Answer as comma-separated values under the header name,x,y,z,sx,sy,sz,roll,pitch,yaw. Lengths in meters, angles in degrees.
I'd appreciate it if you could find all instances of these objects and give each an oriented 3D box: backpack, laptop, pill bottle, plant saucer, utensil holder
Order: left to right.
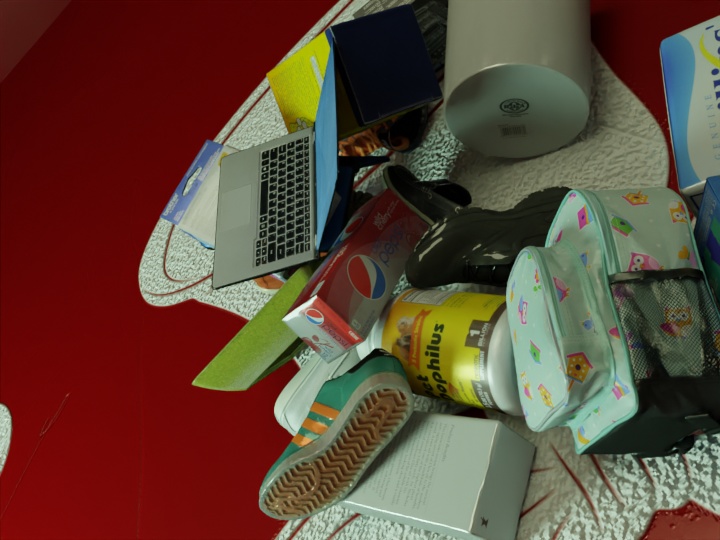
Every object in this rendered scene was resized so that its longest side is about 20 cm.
name,x,y,z,sx,sy,sz,roll,pitch,yaw
laptop,-0.091,-0.108,0.840,0.199,0.116,0.188,-15,53,18
plant saucer,-0.079,0.062,0.948,0.048,0.200,0.200,46,109,6
pill bottle,0.090,0.075,0.800,0.199,0.109,0.110,4,65,46
utensil holder,0.177,-0.254,0.910,0.169,0.170,0.201,-16,53,36
backpack,0.197,0.034,0.641,0.153,0.176,0.201,2,66,2

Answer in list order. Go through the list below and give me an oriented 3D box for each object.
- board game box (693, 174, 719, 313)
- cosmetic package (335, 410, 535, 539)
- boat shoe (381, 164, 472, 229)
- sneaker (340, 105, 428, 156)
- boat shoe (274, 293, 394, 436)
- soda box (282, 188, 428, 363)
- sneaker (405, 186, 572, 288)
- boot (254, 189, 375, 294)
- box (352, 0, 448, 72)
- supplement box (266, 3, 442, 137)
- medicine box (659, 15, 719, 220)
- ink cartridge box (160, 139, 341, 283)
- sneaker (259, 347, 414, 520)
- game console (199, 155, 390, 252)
name,x,y,z,sx,sy,sz,roll,pitch,yaw
board game box,0.296,0.050,0.584,0.045,0.152,0.201,-10,50,2
cosmetic package,0.057,0.193,0.776,0.199,0.071,0.102,-2,62,44
boat shoe,0.095,-0.076,0.930,0.062,0.074,0.200,-58,44,15
sneaker,0.008,-0.180,1.092,0.200,0.078,0.112,-44,39,11
boat shoe,-0.014,0.111,0.920,0.071,0.070,0.201,38,91,33
soda box,0.000,0.000,0.838,0.063,0.070,0.200,-36,16,42
sneaker,0.143,-0.018,0.801,0.199,0.076,0.091,-19,54,-2
boot,-0.060,-0.035,1.057,0.199,0.107,0.075,-21,53,-4
box,0.112,-0.345,1.042,0.200,0.158,0.050,-34,66,21
supplement box,-0.013,-0.216,0.941,0.109,0.110,0.200,-24,9,-24
medicine box,0.376,-0.141,0.682,0.199,0.103,0.183,-18,51,34
ink cartridge box,-0.132,-0.073,0.948,0.199,0.042,0.120,24,81,27
sneaker,-0.025,0.159,0.781,0.200,0.071,0.080,-46,23,16
game console,-0.081,-0.089,1.023,0.199,0.118,0.171,2,72,26
